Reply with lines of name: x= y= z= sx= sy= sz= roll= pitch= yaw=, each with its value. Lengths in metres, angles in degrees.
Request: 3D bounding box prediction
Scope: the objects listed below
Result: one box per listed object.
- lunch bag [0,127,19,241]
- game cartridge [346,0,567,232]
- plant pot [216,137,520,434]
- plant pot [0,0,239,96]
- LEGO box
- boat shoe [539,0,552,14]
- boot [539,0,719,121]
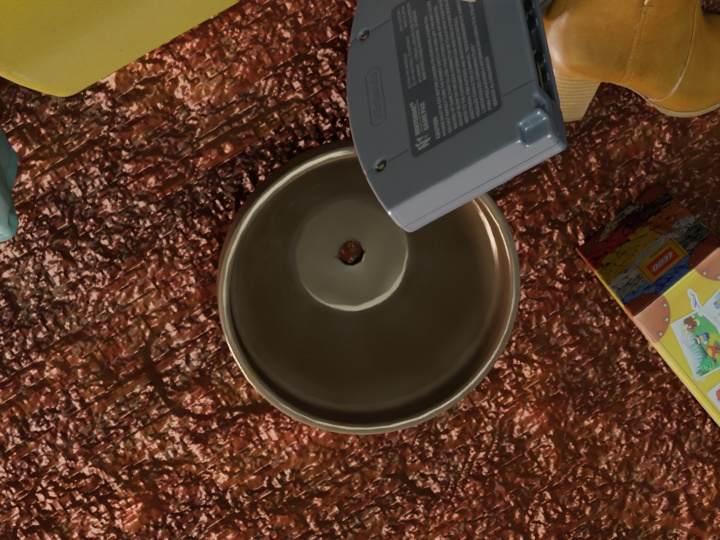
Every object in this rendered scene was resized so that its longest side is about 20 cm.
lunch bag: x=-0.336 y=-0.072 z=1.360 sx=0.199 sy=0.122 sz=0.171 roll=-20 pitch=126 yaw=5
game cartridge: x=0.054 y=-0.120 z=1.357 sx=0.133 sy=0.201 sz=0.040 roll=-25 pitch=135 yaw=21
plant pot: x=0.000 y=0.000 z=1.462 sx=0.200 sy=0.093 sz=0.202 roll=-3 pitch=110 yaw=-9
plant pot: x=-0.167 y=-0.218 z=1.255 sx=0.199 sy=0.200 sz=0.177 roll=-30 pitch=155 yaw=-2
LEGO box: x=0.251 y=0.053 z=1.493 sx=0.077 sy=0.149 sz=0.200 roll=-40 pitch=110 yaw=5
boat shoe: x=0.117 y=-0.184 z=1.430 sx=0.075 sy=0.062 sz=0.200 roll=15 pitch=116 yaw=-40
boot: x=0.203 y=-0.166 z=1.400 sx=0.200 sy=0.071 sz=0.144 roll=-14 pitch=148 yaw=-27
